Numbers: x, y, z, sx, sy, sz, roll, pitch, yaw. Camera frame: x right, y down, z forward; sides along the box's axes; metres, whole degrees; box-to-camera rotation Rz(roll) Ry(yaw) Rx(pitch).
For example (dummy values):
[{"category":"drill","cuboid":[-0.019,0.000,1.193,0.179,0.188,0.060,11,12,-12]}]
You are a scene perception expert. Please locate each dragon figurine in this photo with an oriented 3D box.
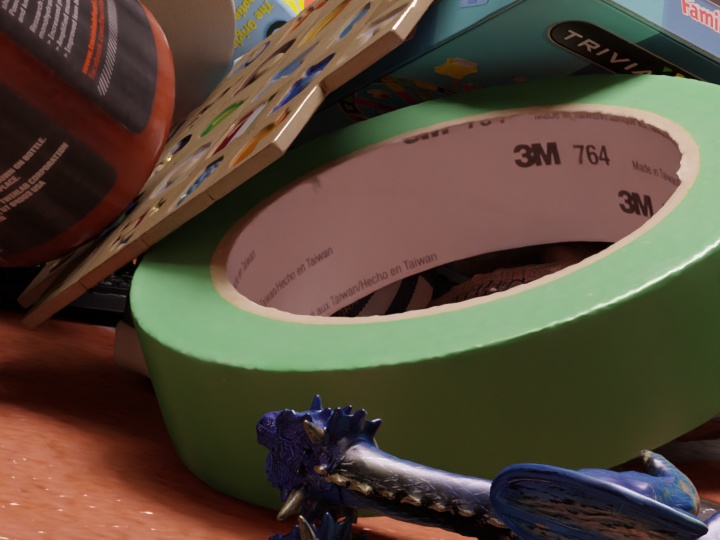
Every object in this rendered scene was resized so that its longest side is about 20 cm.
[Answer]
[{"category":"dragon figurine","cuboid":[0.059,0.070,0.555,0.099,0.059,0.199,2,9,-44]}]

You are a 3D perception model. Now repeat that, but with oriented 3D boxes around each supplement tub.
[{"category":"supplement tub","cuboid":[-0.147,-0.084,0.796,0.106,0.107,0.200,13,-16,33]}]

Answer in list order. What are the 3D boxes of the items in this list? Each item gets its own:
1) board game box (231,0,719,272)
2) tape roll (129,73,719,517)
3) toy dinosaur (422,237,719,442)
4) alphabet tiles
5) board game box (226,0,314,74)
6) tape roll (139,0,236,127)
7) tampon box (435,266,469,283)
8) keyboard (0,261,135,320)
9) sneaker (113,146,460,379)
[{"category":"board game box","cuboid":[0.067,-0.059,0.927,0.150,0.047,0.200,24,-29,-30]},{"category":"tape roll","cuboid":[0.033,0.002,0.776,0.199,0.048,0.201,-14,22,6]},{"category":"toy dinosaur","cuboid":[0.098,0.023,0.857,0.199,0.086,0.135,9,4,-17]},{"category":"alphabet tiles","cuboid":[-0.032,-0.056,0.851,0.200,0.006,0.167,-33,15,41]},{"category":"board game box","cuboid":[-0.079,-0.134,1.060,0.200,0.105,0.103,45,35,1]},{"category":"tape roll","cuboid":[-0.143,-0.090,0.931,0.201,0.037,0.203,-8,-29,-4]},{"category":"tampon box","cuboid":[0.004,-0.058,1.245,0.199,0.127,0.150,3,9,-38]},{"category":"keyboard","cuboid":[-0.059,0.000,1.068,0.199,0.040,0.104,8,8,-11]},{"category":"sneaker","cuboid":[0.000,0.000,0.945,0.075,0.085,0.199,14,9,40]}]
